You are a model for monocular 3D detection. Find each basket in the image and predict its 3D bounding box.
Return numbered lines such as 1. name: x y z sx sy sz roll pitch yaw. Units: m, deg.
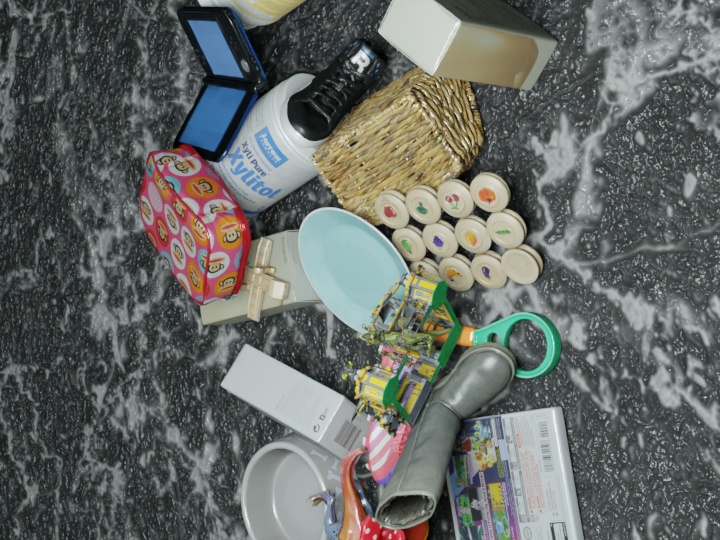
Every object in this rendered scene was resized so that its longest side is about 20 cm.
1. basket: 0.064 -0.162 1.649 0.199 0.149 0.143 -28 106 39

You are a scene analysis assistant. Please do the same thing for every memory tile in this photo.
1. memory tile: 0.117 -0.041 1.581 0.199 0.017 0.154 -8 118 40

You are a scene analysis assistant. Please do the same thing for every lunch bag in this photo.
1. lunch bag: -0.230 -0.052 1.751 0.200 0.081 0.177 51 143 32

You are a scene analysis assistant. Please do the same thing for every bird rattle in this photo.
1. bird rattle: 0.043 0.340 1.600 0.112 0.200 0.164 -15 48 24

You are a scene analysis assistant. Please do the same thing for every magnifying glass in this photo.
1. magnifying glass: 0.160 0.085 1.595 0.199 0.022 0.080 7 96 43

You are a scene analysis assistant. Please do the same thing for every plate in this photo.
1. plate: 0.000 0.000 1.692 0.199 0.026 0.201 27 139 27

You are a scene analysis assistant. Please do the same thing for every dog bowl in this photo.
1. dog bowl: -0.089 0.324 1.801 0.199 0.058 0.202 0 90 42

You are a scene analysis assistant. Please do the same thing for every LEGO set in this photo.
1. LEGO set: 0.030 0.089 1.568 0.115 0.154 0.201 18 78 28

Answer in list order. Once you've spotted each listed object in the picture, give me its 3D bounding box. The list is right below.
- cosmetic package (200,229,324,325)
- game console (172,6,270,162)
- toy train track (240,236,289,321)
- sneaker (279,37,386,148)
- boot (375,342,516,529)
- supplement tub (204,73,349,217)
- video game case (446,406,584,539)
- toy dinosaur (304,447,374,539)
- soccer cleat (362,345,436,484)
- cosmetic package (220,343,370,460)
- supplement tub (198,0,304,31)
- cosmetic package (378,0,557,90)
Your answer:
1. cosmetic package: -0.142 0.012 1.834 0.199 0.073 0.104 -16 80 42
2. game console: -0.217 -0.258 1.762 0.200 0.118 0.172 20 141 60
3. toy train track: -0.177 0.001 1.794 0.199 0.032 0.116 21 105 42
4. sneaker: -0.030 -0.240 1.649 0.073 0.200 0.112 40 125 -5
5. boot: 0.100 0.195 1.524 0.072 0.200 0.182 39 129 -3
6. supplement tub: -0.121 -0.168 1.771 0.199 0.131 0.133 -30 71 40
7. video game case: 0.184 0.276 1.576 0.181 0.023 0.202 -14 82 41
8. toy dinosaur: -0.018 0.362 1.650 0.201 0.104 0.182 88 169 -50
9. soccer cleat: 0.053 0.185 1.669 0.076 0.067 0.202 11 99 27
10. cosmetic package: -0.084 0.181 1.753 0.199 0.101 0.072 24 78 39
11. supplement tub: -0.122 -0.424 1.756 0.199 0.145 0.147 -25 75 39
12. cosmetic package: 0.127 -0.271 1.497 0.105 0.199 0.071 45 119 32
